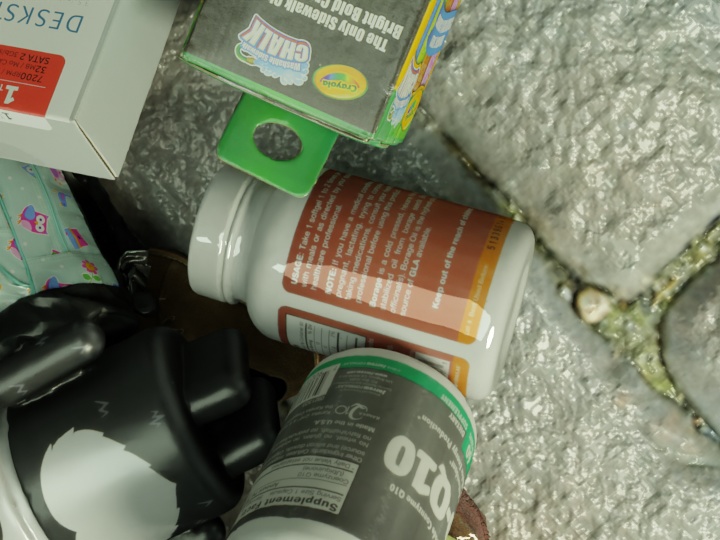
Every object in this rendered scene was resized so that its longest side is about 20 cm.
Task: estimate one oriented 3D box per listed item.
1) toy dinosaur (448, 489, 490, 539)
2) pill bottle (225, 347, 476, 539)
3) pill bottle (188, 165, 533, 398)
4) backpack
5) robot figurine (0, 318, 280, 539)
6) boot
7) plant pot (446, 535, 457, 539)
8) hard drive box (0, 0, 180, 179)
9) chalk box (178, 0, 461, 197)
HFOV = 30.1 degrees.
[{"bbox_3d":[0.041,0.154,0.897,0.135,0.086,0.200,-42,97,15],"label":"toy dinosaur"},{"bbox_3d":[-0.011,0.147,0.738,0.112,0.201,0.114,12,132,13],"label":"pill bottle"},{"bbox_3d":[0.000,0.000,0.836,0.198,0.112,0.113,16,109,10],"label":"pill bottle"},{"bbox_3d":[-0.241,-0.014,0.878,0.167,0.126,0.201,-37,68,28],"label":"backpack"},{"bbox_3d":[-0.148,0.113,0.818,0.199,0.125,0.151,-24,80,5],"label":"robot figurine"},{"bbox_3d":[-0.126,0.038,0.911,0.198,0.075,0.074,19,114,12],"label":"boot"},{"bbox_3d":[-0.004,0.286,0.821,0.199,0.201,0.185,26,131,7],"label":"plant pot"},{"bbox_3d":[-0.196,-0.171,0.813,0.154,0.077,0.202,11,70,13],"label":"hard drive box"},{"bbox_3d":[-0.018,-0.146,0.781,0.124,0.124,0.201,25,99,7],"label":"chalk box"}]
